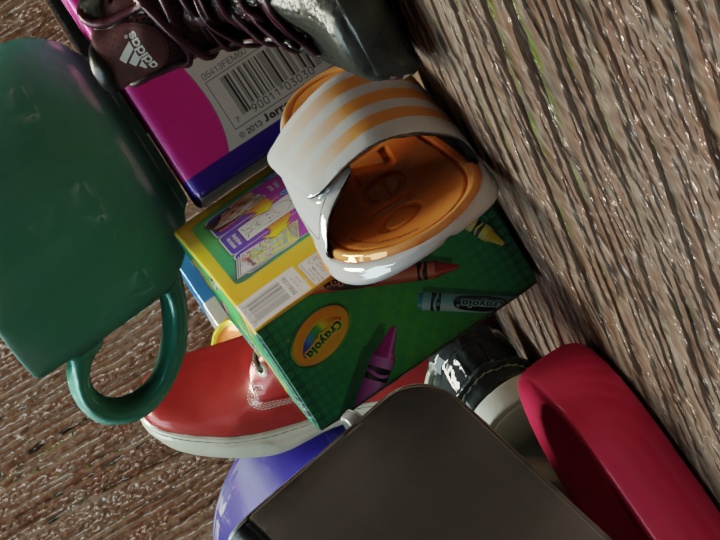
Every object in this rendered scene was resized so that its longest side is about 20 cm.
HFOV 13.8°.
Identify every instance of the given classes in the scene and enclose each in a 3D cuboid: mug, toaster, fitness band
[{"bbox_3d":[-0.151,-0.030,1.498,0.152,0.114,0.185,54,176,43],"label":"mug"},{"bbox_3d":[0.048,0.156,1.283,0.200,0.119,0.181,42,171,13],"label":"toaster"},{"bbox_3d":[0.136,0.119,1.277,0.200,0.037,0.144,55,173,16],"label":"fitness band"}]

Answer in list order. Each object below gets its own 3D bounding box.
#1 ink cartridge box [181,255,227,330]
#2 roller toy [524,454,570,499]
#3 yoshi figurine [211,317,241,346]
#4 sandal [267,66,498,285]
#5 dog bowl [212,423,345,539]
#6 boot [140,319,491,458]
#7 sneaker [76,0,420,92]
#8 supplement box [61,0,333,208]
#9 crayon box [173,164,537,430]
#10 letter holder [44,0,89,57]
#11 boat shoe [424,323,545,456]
[{"bbox_3d":[-0.017,0.047,1.891,0.200,0.116,0.067,56,175,18],"label":"ink cartridge box"},{"bbox_3d":[0.075,0.197,1.494,0.140,0.182,0.200,54,-168,28],"label":"roller toy"},{"bbox_3d":[-0.014,0.077,1.759,0.112,0.113,0.200,34,-164,33],"label":"yoshi figurine"},{"bbox_3d":[-0.007,-0.058,1.271,0.059,0.079,0.207,56,179,-27],"label":"sandal"},{"bbox_3d":[0.021,0.149,1.662,0.200,0.200,0.079,60,177,-41],"label":"dog bowl"},{"bbox_3d":[-0.037,0.027,1.550,0.144,0.199,0.073,63,-160,-51],"label":"boot"},{"bbox_3d":[-0.054,-0.101,1.235,0.076,0.115,0.200,59,176,-27],"label":"sneaker"},{"bbox_3d":[-0.094,-0.142,1.470,0.200,0.101,0.103,57,177,0],"label":"supplement box"},{"bbox_3d":[-0.007,-0.008,1.369,0.058,0.119,0.200,57,176,-19],"label":"crayon box"},{"bbox_3d":[-0.156,-0.203,1.748,0.142,0.100,0.200,55,176,42],"label":"letter holder"},{"bbox_3d":[0.072,0.092,1.549,0.060,0.075,0.200,51,162,27],"label":"boat shoe"}]
